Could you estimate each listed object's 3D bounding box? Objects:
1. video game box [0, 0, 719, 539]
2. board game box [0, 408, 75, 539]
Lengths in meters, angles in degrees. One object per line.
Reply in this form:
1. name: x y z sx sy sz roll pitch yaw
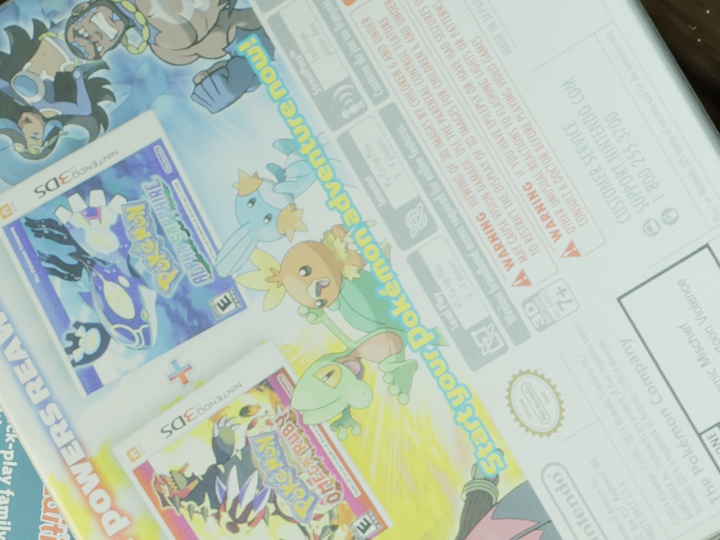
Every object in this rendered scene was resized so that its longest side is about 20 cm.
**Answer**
1. video game box: 0.000 0.000 0.717 0.182 0.047 0.201 -31 85 8
2. board game box: -0.135 0.048 0.782 0.199 0.047 0.152 6 90 -1
